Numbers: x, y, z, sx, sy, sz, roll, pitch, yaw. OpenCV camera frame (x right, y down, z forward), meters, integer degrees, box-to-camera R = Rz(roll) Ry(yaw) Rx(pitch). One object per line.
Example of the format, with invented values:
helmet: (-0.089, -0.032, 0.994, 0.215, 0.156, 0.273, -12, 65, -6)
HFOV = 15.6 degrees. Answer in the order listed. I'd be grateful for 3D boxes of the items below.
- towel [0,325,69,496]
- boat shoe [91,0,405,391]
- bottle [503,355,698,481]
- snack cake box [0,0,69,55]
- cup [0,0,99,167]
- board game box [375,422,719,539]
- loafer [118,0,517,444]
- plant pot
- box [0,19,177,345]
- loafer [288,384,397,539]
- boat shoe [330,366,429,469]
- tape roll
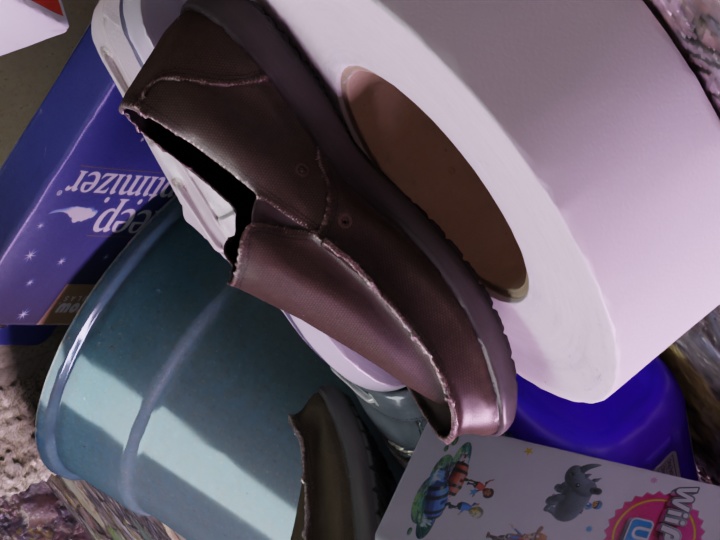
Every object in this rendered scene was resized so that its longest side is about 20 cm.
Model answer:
towel: (-0.154, 0.032, 1.324, 0.036, 0.200, 0.149, 3, 105, 36)
boat shoe: (-0.041, -0.036, 1.063, 0.200, 0.071, 0.070, 54, 149, -14)
bottle: (0.109, 0.099, 1.149, 0.083, 0.065, 0.200, 37, 160, 31)
snack cake box: (-0.194, -0.188, 1.079, 0.115, 0.067, 0.201, 23, -132, -80)
cup: (-0.183, -0.120, 1.259, 0.200, 0.143, 0.201, 32, 144, 27)
board game box: (0.121, 0.145, 1.069, 0.199, 0.065, 0.148, 10, 146, 27)
loafer: (-0.019, -0.009, 0.986, 0.200, 0.071, 0.073, 51, 165, 2)
plant pot: (-0.017, 0.074, 1.267, 0.196, 0.200, 0.201, 36, 161, 20)
box: (-0.123, -0.034, 1.208, 0.032, 0.200, 0.121, 45, -159, 24)
loafer: (-0.014, 0.142, 1.112, 0.075, 0.069, 0.201, 62, -163, -57)
boat shoe: (0.000, 0.000, 1.151, 0.201, 0.073, 0.062, 62, -175, 37)
tape roll: (0.050, -0.052, 0.957, 0.203, 0.071, 0.203, 47, 165, 16)
